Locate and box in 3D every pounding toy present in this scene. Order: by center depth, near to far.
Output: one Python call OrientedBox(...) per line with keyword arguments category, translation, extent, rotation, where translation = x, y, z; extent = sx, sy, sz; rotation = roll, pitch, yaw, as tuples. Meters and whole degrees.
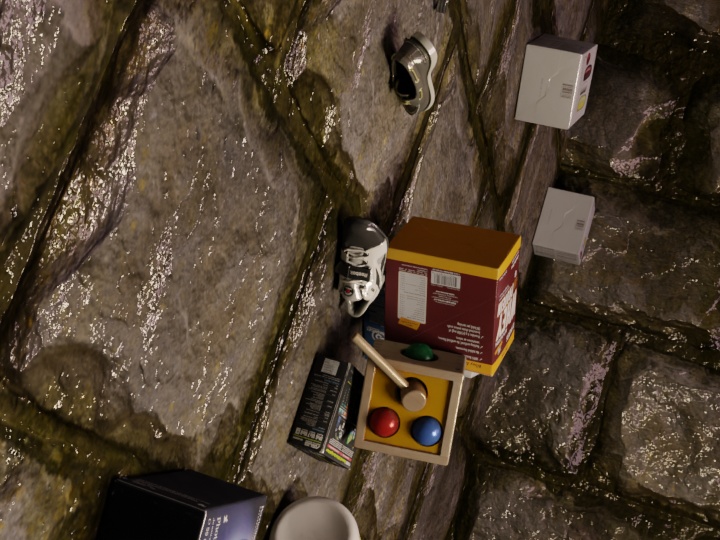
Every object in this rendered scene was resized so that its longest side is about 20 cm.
OrientedBox(category="pounding toy", translation=(0.068, 0.193, 1.822), extent=(0.142, 0.182, 0.202), rotation=(-59, 159, -75))

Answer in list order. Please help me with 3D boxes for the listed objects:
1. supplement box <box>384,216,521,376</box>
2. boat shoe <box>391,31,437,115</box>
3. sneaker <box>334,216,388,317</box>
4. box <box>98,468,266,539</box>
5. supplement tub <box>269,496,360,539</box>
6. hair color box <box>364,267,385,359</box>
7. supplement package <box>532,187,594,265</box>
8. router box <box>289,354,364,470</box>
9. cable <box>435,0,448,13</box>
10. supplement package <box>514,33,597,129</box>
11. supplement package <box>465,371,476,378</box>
OrientedBox(category="supplement box", translation=(0.153, 0.041, 1.906), extent=(0.133, 0.196, 0.202), rotation=(-48, 144, -55))
OrientedBox(category="boat shoe", translation=(0.079, -0.304, 1.821), extent=(0.060, 0.072, 0.202), rotation=(-40, 164, -14))
OrientedBox(category="sneaker", translation=(0.000, 0.000, 1.797), extent=(0.201, 0.073, 0.089), rotation=(82, 26, -51))
OrientedBox(category="box", translation=(-0.214, 0.345, 1.310), extent=(0.198, 0.122, 0.202), rotation=(21, 84, -74))
OrientedBox(category="supplement tub", translation=(-0.065, 0.471, 1.852), extent=(0.201, 0.144, 0.146), rotation=(80, 29, -54))
OrientedBox(category="hair color box", translation=(0.049, 0.063, 2.029), extent=(0.100, 0.060, 0.201), rotation=(-57, 154, -45))
OrientedBox(category="supplement package", translation=(0.655, -0.142, 3.656), extent=(0.111, 0.154, 0.202), rotation=(56, 50, -69))
OrientedBox(category="router box", translation=(-0.043, 0.236, 1.869), extent=(0.200, 0.062, 0.151), rotation=(55, 51, -69))
OrientedBox(category="cable", translation=(0.151, -0.545, 1.937), extent=(0.097, 0.050, 0.201), rotation=(-81, -173, -57))
OrientedBox(category="supplement package", translation=(0.496, -0.481, 2.882), extent=(0.200, 0.146, 0.193), rotation=(-40, 141, -61))
OrientedBox(category="supplement package", translation=(0.232, 0.128, 2.578), extent=(0.117, 0.116, 0.202), rotation=(-5, 108, -73))
